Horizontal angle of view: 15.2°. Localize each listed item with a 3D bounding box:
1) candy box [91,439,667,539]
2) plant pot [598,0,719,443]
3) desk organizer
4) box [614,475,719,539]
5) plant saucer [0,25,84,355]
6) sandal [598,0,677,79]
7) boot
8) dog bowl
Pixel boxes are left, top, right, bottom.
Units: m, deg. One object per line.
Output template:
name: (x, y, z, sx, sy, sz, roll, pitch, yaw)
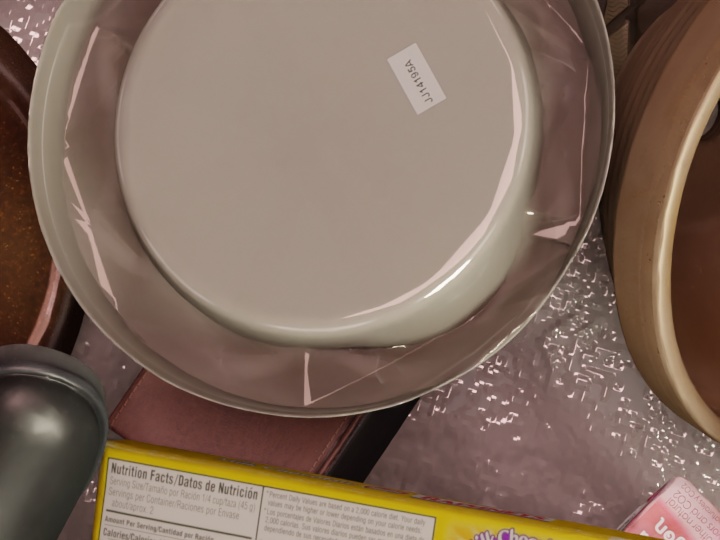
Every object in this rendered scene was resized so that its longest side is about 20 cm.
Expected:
candy box: (0.000, 0.122, 0.893, 0.198, 0.026, 0.103, 9, 91, 20)
plant pot: (0.152, -0.042, 0.966, 0.201, 0.201, 0.093, -45, 41, -11)
desk organizer: (0.000, 0.000, 0.968, 0.077, 0.072, 0.201, 33, 86, 12)
box: (0.142, 0.177, 0.931, 0.095, 0.100, 0.200, -43, 82, -11)
plant saucer: (-0.178, -0.009, 0.948, 0.199, 0.034, 0.202, -2, 94, -30)
sandal: (0.090, -0.130, 1.022, 0.081, 0.055, 0.202, -5, 91, 16)
boot: (-0.126, 0.148, 0.866, 0.065, 0.165, 0.201, 16, 43, -23)
dog bowl: (-0.010, -0.045, 0.913, 0.198, 0.059, 0.202, -2, 79, 9)
